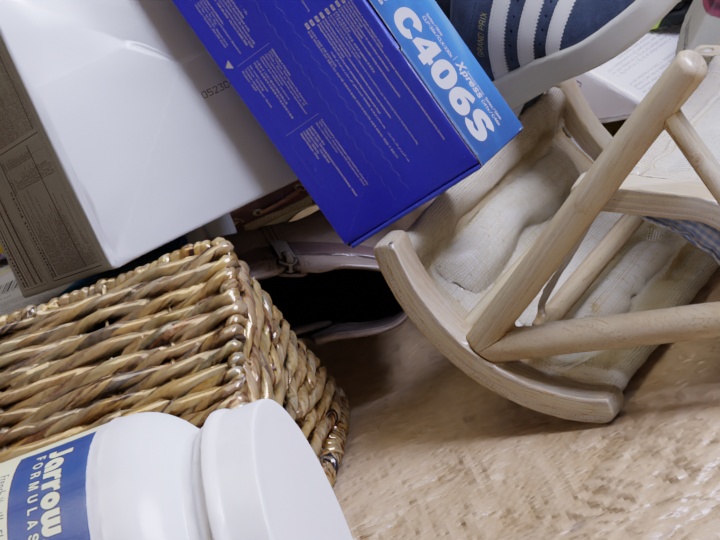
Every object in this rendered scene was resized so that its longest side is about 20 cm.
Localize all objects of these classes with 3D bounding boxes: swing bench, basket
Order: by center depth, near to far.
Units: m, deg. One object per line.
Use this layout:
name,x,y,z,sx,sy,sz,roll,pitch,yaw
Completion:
swing bench,0.145,-0.039,1.041,0.200,0.130,0.199,-31,9,41
basket,-0.110,0.103,1.072,0.199,0.149,0.143,-20,50,12

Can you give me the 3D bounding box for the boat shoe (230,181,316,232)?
boat shoe,-0.053,-0.070,1.411,0.072,0.073,0.200,-4,-20,-45

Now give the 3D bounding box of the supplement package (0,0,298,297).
supplement package,-0.097,-0.096,1.162,0.190,0.148,0.200,-26,5,-20

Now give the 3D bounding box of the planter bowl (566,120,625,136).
planter bowl,0.082,-0.106,1.406,0.199,0.084,0.201,-21,17,7

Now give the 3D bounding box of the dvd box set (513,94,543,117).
dvd box set,0.006,-0.123,1.282,0.029,0.200,0.147,-45,-13,-32

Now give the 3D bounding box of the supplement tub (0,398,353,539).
supplement tub,-0.104,0.136,0.820,0.199,0.146,0.145,-21,17,10

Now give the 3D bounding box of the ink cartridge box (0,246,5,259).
ink cartridge box,-0.159,-0.059,1.356,0.199,0.051,0.109,-17,17,19

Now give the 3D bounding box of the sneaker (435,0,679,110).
sneaker,0.087,-0.134,1.073,0.075,0.085,0.200,-40,8,-39

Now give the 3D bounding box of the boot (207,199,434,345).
boot,0.000,0.000,1.185,0.199,0.071,0.146,-12,13,-14

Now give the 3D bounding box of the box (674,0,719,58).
box,0.250,-0.174,1.164,0.128,0.108,0.201,-63,-1,-67

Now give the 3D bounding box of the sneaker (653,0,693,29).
sneaker,0.230,-0.198,1.281,0.199,0.076,0.077,-10,36,12

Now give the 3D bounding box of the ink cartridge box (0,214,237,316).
ink cartridge box,-0.147,0.021,1.327,0.144,0.085,0.200,-20,19,8

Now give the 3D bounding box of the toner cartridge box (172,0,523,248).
toner cartridge box,-0.024,-0.117,1.026,0.095,0.201,0.043,-30,8,42

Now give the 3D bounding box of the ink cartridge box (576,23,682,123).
ink cartridge box,0.183,-0.124,1.317,0.200,0.050,0.161,34,49,25
